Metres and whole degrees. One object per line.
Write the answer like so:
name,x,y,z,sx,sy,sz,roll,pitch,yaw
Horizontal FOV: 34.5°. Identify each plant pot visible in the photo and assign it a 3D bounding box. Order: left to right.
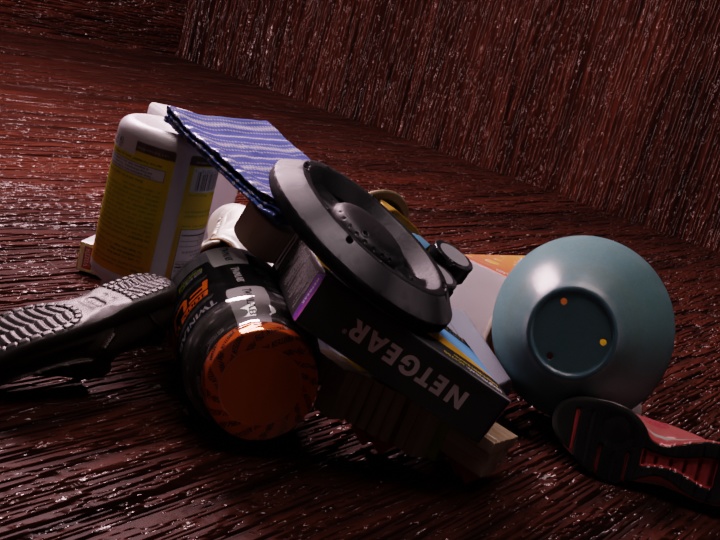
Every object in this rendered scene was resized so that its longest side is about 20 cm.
plant pot,0.225,0.063,1.204,0.197,0.203,0.135,19,5,15

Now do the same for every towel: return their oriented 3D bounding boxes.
towel,-0.084,-0.102,1.115,0.143,0.024,0.200,0,34,-48

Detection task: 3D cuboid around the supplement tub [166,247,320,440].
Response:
supplement tub,-0.105,0.063,1.023,0.120,0.125,0.200,11,13,-19

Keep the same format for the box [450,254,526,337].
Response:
box,0.215,0.045,1.535,0.123,0.099,0.198,26,17,37

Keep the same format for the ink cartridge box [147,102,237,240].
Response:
ink cartridge box,-0.244,-0.133,1.605,0.085,0.149,0.200,9,15,-33

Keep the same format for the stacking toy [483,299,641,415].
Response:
stacking toy,0.247,0.110,1.330,0.145,0.147,0.201,3,37,-44

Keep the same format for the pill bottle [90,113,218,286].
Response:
pill bottle,-0.211,-0.049,1.179,0.107,0.203,0.109,15,13,-4

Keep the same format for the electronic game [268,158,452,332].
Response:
electronic game,0.002,-0.023,0.984,0.199,0.042,0.201,39,17,-14

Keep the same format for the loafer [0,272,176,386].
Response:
loafer,-0.238,0.064,0.973,0.198,0.073,0.073,-19,27,-34

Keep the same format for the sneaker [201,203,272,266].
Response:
sneaker,-0.150,-0.029,1.281,0.083,0.074,0.200,12,17,-27

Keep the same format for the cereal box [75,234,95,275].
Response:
cereal box,-0.211,-0.003,1.346,0.197,0.040,0.144,18,14,6

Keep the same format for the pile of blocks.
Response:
pile of blocks,0.039,0.136,1.042,0.197,0.063,0.082,26,11,3

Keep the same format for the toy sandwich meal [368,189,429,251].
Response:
toy sandwich meal,0.000,0.000,1.279,0.070,0.207,0.204,37,22,29

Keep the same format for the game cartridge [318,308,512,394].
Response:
game cartridge,0.058,0.092,1.197,0.197,0.042,0.134,2,34,-32

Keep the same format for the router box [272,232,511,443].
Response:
router box,0.023,0.053,0.999,0.199,0.051,0.149,34,8,-19

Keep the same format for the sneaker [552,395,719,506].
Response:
sneaker,0.283,0.183,1.162,0.197,0.075,0.087,20,-2,6

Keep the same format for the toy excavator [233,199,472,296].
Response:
toy excavator,-0.011,-0.008,1.123,0.199,0.101,0.194,38,23,6
